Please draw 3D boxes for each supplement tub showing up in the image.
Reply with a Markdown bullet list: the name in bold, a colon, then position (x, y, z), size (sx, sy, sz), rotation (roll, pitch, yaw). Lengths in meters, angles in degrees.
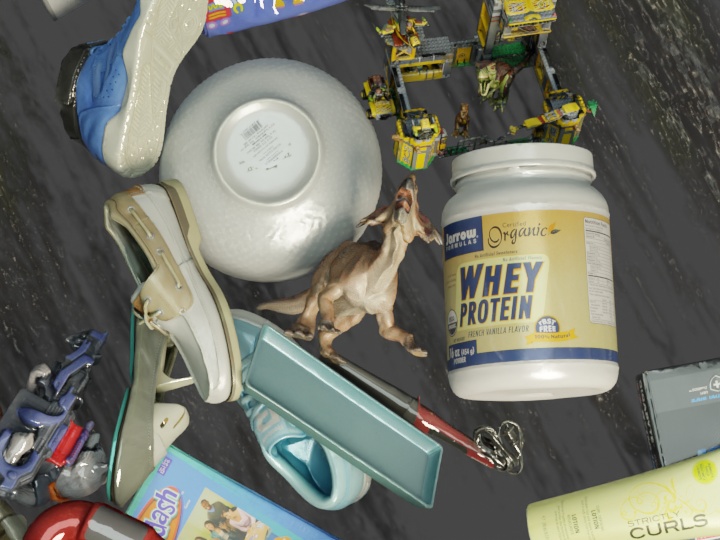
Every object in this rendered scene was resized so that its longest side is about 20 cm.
- **supplement tub**: position (0.140, 0.004, 1.356), size (0.143, 0.144, 0.202), rotation (-2, 81, -1)

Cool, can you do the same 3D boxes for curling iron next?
- **curling iron**: position (0.055, 0.117, 1.393), size (0.199, 0.026, 0.050), rotation (28, 118, 7)

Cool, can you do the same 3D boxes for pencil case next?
- **pencil case**: position (-0.062, -0.270, 1.430), size (0.198, 0.078, 0.088), rotation (-15, 114, -4)

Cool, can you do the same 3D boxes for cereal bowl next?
- **cereal bowl**: position (-0.079, -0.092, 1.401), size (0.198, 0.083, 0.202), rotation (0, 82, 0)

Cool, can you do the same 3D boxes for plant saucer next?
- **plant saucer**: position (-0.015, 0.125, 1.342), size (0.199, 0.019, 0.070), rotation (37, 41, -20)

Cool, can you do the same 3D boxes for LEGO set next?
- **LEGO set**: position (0.103, -0.178, 1.373), size (0.198, 0.116, 0.155), rotation (-2, 59, -5)

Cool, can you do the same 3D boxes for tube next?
- **tube**: position (0.238, 0.197, 1.339), size (0.198, 0.052, 0.058), rotation (-15, 119, 17)

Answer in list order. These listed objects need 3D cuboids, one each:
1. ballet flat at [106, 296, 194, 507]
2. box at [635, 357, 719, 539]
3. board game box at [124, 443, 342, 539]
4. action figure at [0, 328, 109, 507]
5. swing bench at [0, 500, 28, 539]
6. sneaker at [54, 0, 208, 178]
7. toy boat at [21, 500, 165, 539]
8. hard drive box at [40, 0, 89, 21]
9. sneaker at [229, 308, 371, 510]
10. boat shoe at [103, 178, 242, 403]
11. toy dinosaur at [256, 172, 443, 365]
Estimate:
- **ballet flat**: position (-0.170, 0.102, 1.350), size (0.063, 0.068, 0.201), rotation (4, 59, 0)
- **box**: position (0.348, 0.149, 1.384), size (0.198, 0.046, 0.160), rotation (-9, 81, -2)
- **board game box**: position (-0.115, 0.258, 1.361), size (0.199, 0.045, 0.153), rotation (29, 81, 3)
- **action figure**: position (-0.290, 0.128, 1.362), size (0.192, 0.105, 0.200), rotation (24, 41, 10)
- **swing bench**: position (-0.303, 0.328, 1.308), size (0.199, 0.130, 0.199), rotation (-37, 82, -14)
- **sneaker**: position (-0.204, -0.192, 1.388), size (0.111, 0.076, 0.201), rotation (30, 113, 33)
- **toy boat**: position (-0.218, 0.269, 1.198), size (0.130, 0.131, 0.201), rotation (25, 74, 0)
- **hard drive box**: position (-0.232, -0.312, 1.375), size (0.155, 0.200, 0.077), rotation (-33, 83, -6)
- **sneaker**: position (-0.066, 0.116, 1.359), size (0.074, 0.082, 0.200), rotation (-44, 83, 14)
- **boat shoe**: position (-0.157, 0.022, 1.334), size (0.068, 0.075, 0.201), rotation (-12, 67, -27)
- **toy dinosaur**: position (0.000, 0.000, 1.350), size (0.085, 0.199, 0.137), rotation (24, 68, -33)
